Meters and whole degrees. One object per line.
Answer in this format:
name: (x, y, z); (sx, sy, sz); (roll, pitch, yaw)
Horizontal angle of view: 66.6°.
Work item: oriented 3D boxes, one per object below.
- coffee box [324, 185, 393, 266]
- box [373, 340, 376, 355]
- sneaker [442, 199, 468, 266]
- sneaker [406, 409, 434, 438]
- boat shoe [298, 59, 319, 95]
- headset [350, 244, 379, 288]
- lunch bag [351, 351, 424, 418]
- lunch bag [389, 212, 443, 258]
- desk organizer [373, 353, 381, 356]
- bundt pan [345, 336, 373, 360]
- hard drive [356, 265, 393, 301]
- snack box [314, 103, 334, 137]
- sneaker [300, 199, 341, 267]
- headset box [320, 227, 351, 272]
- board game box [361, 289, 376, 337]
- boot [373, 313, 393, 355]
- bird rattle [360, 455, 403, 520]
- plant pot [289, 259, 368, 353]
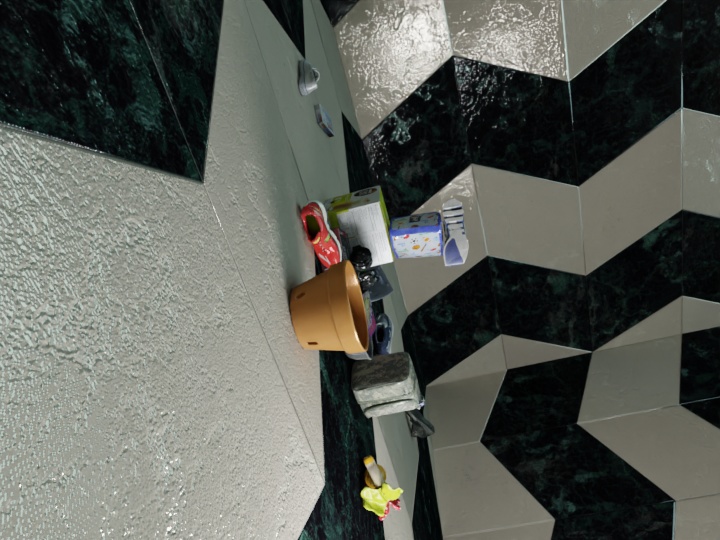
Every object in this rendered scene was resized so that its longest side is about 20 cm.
coffee box: (-0.003, -0.135, 1.778); (0.201, 0.193, 0.204); (-82, 158, -67)
box: (0.023, 0.196, 1.987); (0.201, 0.042, 0.164); (-79, 155, -69)
sneaker: (0.298, -0.116, 1.717); (0.115, 0.078, 0.205); (-2, 90, -78)
sneaker: (0.272, 0.769, 2.752); (0.200, 0.114, 0.077); (46, 24, -15)
boat shoe: (-0.169, -0.656, 1.859); (0.074, 0.065, 0.203); (68, 13, -47)
headset: (0.000, 0.000, 1.613); (0.200, 0.092, 0.126); (-128, -161, -73)
lunch bag: (0.083, 0.357, 1.651); (0.141, 0.195, 0.170); (-89, 163, -55)
lunch bag: (0.180, -0.113, 1.737); (0.200, 0.166, 0.127); (32, 53, -77)
desk organizer: (0.057, 0.384, 1.839); (0.072, 0.075, 0.204); (-87, 163, -60)
bundt pan: (-0.021, 0.172, 1.629); (0.202, 0.074, 0.207); (-13, 91, -82)
hard drive: (0.034, 0.039, 1.848); (0.137, 0.042, 0.199); (61, 26, 5)
snack box: (-0.136, -0.570, 2.093); (0.200, 0.024, 0.074); (7, 70, -81)
sneaker: (-0.113, -0.085, 1.461); (0.085, 0.075, 0.203); (-65, 136, -58)
headset box: (-0.068, -0.031, 1.607); (0.149, 0.075, 0.205); (15, 63, -81)
board game box: (0.013, 0.126, 1.587); (0.200, 0.031, 0.123); (-30, 111, -81)
boot: (0.080, 0.211, 1.950); (0.203, 0.071, 0.092); (-91, 172, -47)
bird rattle: (0.058, 0.589, 1.515); (0.165, 0.111, 0.200); (63, 0, 22)
plant pot: (-0.071, 0.090, 1.215); (0.200, 0.137, 0.205); (-12, 90, -81)
